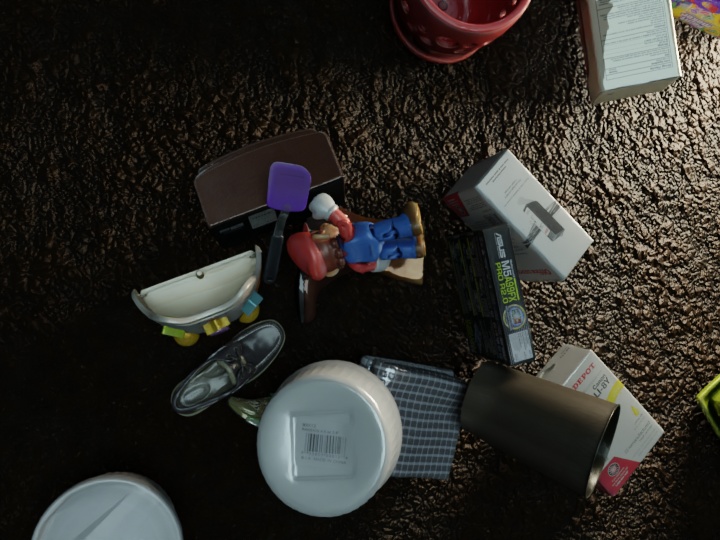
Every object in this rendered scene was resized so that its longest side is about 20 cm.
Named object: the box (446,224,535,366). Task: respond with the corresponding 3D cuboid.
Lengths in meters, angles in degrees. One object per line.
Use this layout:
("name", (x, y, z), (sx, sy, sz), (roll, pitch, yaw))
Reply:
("box", (0.198, 0.037, 0.982), (0.044, 0.160, 0.203), (-12, 91, -11))

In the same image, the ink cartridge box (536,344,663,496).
("ink cartridge box", (0.381, 0.246, 1.058), (0.145, 0.083, 0.200), (-45, 98, -9))

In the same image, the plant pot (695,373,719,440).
("plant pot", (0.720, 0.246, 1.085), (0.198, 0.181, 0.201), (-36, 96, -11))

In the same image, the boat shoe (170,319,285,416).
("boat shoe", (-0.194, 0.147, 0.939), (0.199, 0.065, 0.072), (-34, 95, -12))

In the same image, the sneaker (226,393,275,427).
("sneaker", (-0.104, 0.196, 0.959), (0.197, 0.077, 0.090), (13, 85, -20))

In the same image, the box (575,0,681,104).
("box", (0.439, -0.396, 1.050), (0.126, 0.109, 0.204), (-8, 92, 11))

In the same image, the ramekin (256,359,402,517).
("ramekin", (-0.044, 0.226, 0.849), (0.197, 0.098, 0.204), (0, 87, 7))

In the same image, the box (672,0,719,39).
("box", (0.615, -0.549, 1.104), (0.197, 0.122, 0.196), (18, 86, -12))

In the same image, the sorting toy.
("sorting toy", (-0.213, 0.044, 0.878), (0.197, 0.180, 0.108), (-21, 93, -12))

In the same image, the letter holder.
("letter holder", (-0.138, -0.143, 0.917), (0.197, 0.101, 0.144), (-21, 76, -6))

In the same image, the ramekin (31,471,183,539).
("ramekin", (-0.347, 0.379, 0.887), (0.199, 0.094, 0.206), (0, 90, -13))

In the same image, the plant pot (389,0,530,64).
("plant pot", (0.140, -0.429, 0.963), (0.197, 0.182, 0.204), (0, 90, -13))

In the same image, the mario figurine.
("mario figurine", (-0.010, -0.053, 0.911), (0.197, 0.106, 0.126), (-8, 94, 5))

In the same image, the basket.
("basket", (0.258, 0.222, 0.927), (0.198, 0.180, 0.138), (20, 82, 30))

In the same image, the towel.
("towel", (0.075, 0.227, 0.963), (0.198, 0.085, 0.168), (15, 86, -31))

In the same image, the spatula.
("spatula", (-0.110, -0.057, 0.871), (0.056, 0.021, 0.202), (5, 132, -16))

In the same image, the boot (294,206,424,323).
("boot", (0.000, 0.000, 0.990), (0.197, 0.068, 0.191), (10, 76, -11))

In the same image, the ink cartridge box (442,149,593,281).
("ink cartridge box", (0.245, -0.080, 1.001), (0.200, 0.144, 0.084), (45, 81, -9))
